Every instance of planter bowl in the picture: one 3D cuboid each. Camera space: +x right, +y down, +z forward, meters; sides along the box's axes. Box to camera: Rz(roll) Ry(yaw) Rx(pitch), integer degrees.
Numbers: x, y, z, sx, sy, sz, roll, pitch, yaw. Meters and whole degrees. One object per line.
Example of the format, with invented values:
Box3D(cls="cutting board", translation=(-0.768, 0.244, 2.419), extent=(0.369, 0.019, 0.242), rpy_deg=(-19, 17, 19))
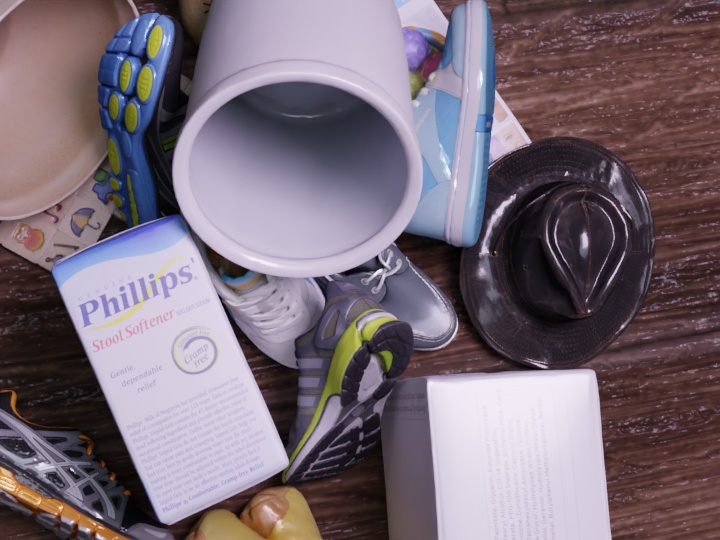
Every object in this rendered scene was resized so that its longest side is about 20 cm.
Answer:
Box3D(cls="planter bowl", translation=(-0.283, -0.157, 0.990), extent=(0.134, 0.200, 0.201), rpy_deg=(30, 79, 21))

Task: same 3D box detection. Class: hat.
Box3D(cls="hat", translation=(0.180, -0.012, 1.081), extent=(0.199, 0.081, 0.202), rpy_deg=(-1, 95, -17))

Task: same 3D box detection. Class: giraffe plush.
Box3D(cls="giraffe plush", translation=(-0.053, 0.269, 0.989), extent=(0.199, 0.162, 0.173), rpy_deg=(35, 80, -4))

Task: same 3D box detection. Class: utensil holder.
Box3D(cls="utensil holder", translation=(-0.043, -0.123, 0.940), extent=(0.169, 0.171, 0.201), rpy_deg=(9, 39, -8))

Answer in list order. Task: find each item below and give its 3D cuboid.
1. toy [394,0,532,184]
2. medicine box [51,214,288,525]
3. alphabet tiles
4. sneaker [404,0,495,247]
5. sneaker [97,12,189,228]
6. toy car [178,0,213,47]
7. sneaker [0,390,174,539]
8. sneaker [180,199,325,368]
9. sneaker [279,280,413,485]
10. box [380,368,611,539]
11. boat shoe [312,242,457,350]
Box3D(cls="toy", translation=(0.059, -0.154, 1.111), extent=(0.115, 0.047, 0.201), rpy_deg=(-34, 91, -12))
Box3D(cls="medicine box", translation=(-0.146, 0.076, 0.985), extent=(0.102, 0.182, 0.201), rpy_deg=(-24, 88, -11))
Box3D(cls="alphabet tiles", translation=(-0.234, -0.100, 1.079), extent=(0.167, 0.008, 0.201), rpy_deg=(29, 81, -6))
Box3D(cls="sneaker", translation=(0.042, -0.124, 1.052), extent=(0.130, 0.080, 0.201), rpy_deg=(5, 89, 13))
Box3D(cls="sneaker", translation=(-0.156, -0.116, 1.018), extent=(0.082, 0.200, 0.071), rpy_deg=(-27, 48, -33))
Box3D(cls="toy car", translation=(-0.107, -0.226, 1.050), extent=(0.164, 0.158, 0.201), rpy_deg=(-26, 101, 1))
Box3D(cls="sneaker", translation=(-0.228, 0.167, 1.020), extent=(0.199, 0.078, 0.077), rpy_deg=(33, 62, -11))
Box3D(cls="sneaker", translation=(-0.084, 0.010, 1.025), extent=(0.076, 0.081, 0.200), rpy_deg=(-28, 119, 8))
Box3D(cls="sneaker", translation=(-0.022, 0.093, 1.028), extent=(0.074, 0.201, 0.081), rpy_deg=(-2, 42, -36))
Box3D(cls="box", translation=(0.099, 0.180, 1.005), extent=(0.130, 0.199, 0.201), rpy_deg=(-3, 85, -10))
Box3D(cls="boat shoe", translation=(0.000, 0.000, 1.078), extent=(0.200, 0.062, 0.073), rpy_deg=(38, 80, -4))
